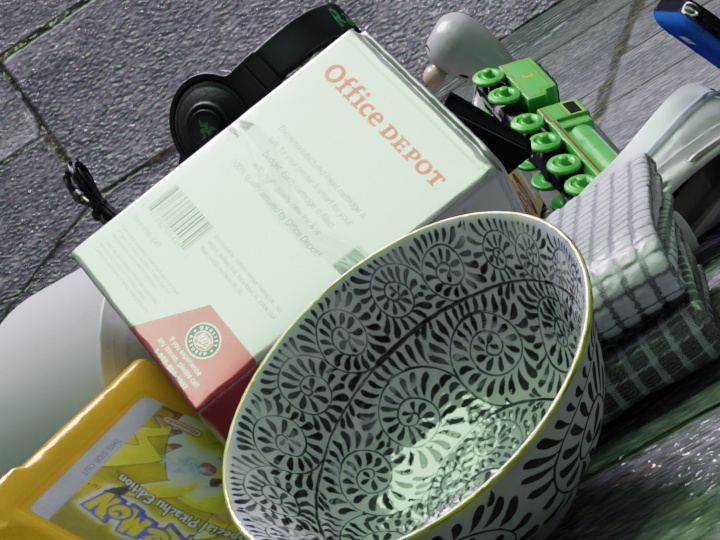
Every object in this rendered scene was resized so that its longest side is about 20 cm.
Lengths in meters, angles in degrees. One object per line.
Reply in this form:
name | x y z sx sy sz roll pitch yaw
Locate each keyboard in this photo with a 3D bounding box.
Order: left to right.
keyboard | 0.009 -0.062 1.433 0.200 0.127 0.021 -38 36 46

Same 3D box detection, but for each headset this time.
headset | -0.087 -0.095 1.352 0.200 0.094 0.123 -45 -9 2

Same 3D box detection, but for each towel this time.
towel | 0.109 0.033 1.173 0.165 0.086 0.200 -34 9 13

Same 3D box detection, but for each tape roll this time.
tape roll | -0.114 0.081 1.334 0.139 0.203 0.203 -27 10 44

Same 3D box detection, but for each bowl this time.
bowl | 0.043 0.078 1.017 0.200 0.094 0.201 -28 34 21

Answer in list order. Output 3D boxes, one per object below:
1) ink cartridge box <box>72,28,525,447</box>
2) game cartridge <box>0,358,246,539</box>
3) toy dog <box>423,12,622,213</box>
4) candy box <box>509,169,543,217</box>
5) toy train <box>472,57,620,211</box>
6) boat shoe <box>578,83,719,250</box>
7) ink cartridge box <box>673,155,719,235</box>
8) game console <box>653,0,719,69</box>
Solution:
ink cartridge box | -0.029 -0.012 1.166 0.200 0.085 0.146 -40 52 -4
game cartridge | -0.096 0.135 1.120 0.200 0.175 0.033 -44 -27 -52
toy dog | 0.116 -0.083 1.555 0.096 0.200 0.132 -49 -18 4
candy box | 0.081 -0.030 1.743 0.115 0.055 0.200 -32 8 15
toy train | 0.128 -0.083 1.426 0.056 0.042 0.200 -17 34 -12
boat shoe | 0.170 -0.026 1.307 0.065 0.074 0.200 28 77 37
ink cartridge box | 0.207 -0.048 1.415 0.199 0.042 0.119 -32 8 1
game console | 0.291 -0.158 1.391 0.119 0.170 0.200 -55 2 7
